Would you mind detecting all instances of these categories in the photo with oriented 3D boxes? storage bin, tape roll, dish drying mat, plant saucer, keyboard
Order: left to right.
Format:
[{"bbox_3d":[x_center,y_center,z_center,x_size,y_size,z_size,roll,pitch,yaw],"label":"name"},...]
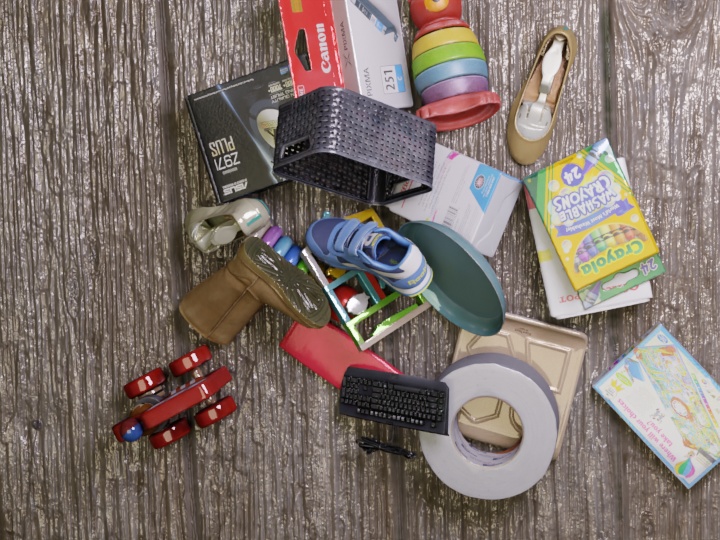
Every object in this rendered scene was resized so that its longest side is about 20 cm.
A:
[{"bbox_3d":[-0.023,0.139,1.758,0.199,0.018,0.077,34,101,6],"label":"dish drying mat"},{"bbox_3d":[-0.007,-0.166,1.585,0.135,0.199,0.095,-12,67,51],"label":"storage bin"},{"bbox_3d":[0.045,0.212,1.684,0.199,0.020,0.129,5,96,42],"label":"keyboard"},{"bbox_3d":[0.131,0.006,1.629,0.027,0.200,0.200,-40,87,-23],"label":"plant saucer"},{"bbox_3d":[0.185,0.223,1.677,0.198,0.066,0.203,2,101,12],"label":"tape roll"}]

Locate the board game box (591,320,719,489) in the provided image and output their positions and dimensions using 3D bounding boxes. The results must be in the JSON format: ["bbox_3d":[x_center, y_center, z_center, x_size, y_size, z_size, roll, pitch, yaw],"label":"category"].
[{"bbox_3d":[0.448,0.192,1.672,0.134,0.034,0.200,-44,87,11],"label":"board game box"}]

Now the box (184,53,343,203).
[{"bbox_3d":[-0.134,-0.206,1.711,0.198,0.086,0.165,-17,93,11],"label":"box"}]

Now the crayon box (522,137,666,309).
[{"bbox_3d":[0.317,-0.061,1.577,0.125,0.052,0.202,-26,90,11],"label":"crayon box"}]

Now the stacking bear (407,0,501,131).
[{"bbox_3d":[0.120,-0.308,1.647,0.120,0.114,0.202,-12,82,8],"label":"stacking bear"}]

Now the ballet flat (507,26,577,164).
[{"bbox_3d":[0.252,-0.248,1.651,0.068,0.063,0.202,16,98,8],"label":"ballet flat"}]

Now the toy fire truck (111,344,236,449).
[{"bbox_3d":[-0.286,0.200,1.733,0.199,0.168,0.113,-27,90,11],"label":"toy fire truck"}]

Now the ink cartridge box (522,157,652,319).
[{"bbox_3d":[0.319,-0.046,1.647,0.144,0.083,0.202,-11,92,10],"label":"ink cartridge box"}]

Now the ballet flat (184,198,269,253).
[{"bbox_3d":[-0.209,-0.060,1.695,0.199,0.069,0.070,-16,93,51],"label":"ballet flat"}]

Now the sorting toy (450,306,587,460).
[{"bbox_3d":[0.222,0.162,1.712,0.183,0.036,0.202,14,102,9],"label":"sorting toy"}]

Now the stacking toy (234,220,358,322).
[{"bbox_3d":[-0.085,0.007,1.729,0.199,0.085,0.086,33,100,1],"label":"stacking toy"}]

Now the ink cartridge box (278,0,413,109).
[{"bbox_3d":[-0.020,-0.319,1.649,0.175,0.045,0.202,-12,94,-34],"label":"ink cartridge box"}]

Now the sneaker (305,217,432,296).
[{"bbox_3d":[0.007,-0.035,1.632,0.198,0.082,0.074,20,71,24],"label":"sneaker"}]

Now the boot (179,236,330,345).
[{"bbox_3d":[-0.155,0.056,1.715,0.175,0.066,0.200,46,133,-2],"label":"boot"}]

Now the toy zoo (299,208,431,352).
[{"bbox_3d":[0.000,0.000,1.708,0.131,0.020,0.201,-31,89,-19],"label":"toy zoo"}]

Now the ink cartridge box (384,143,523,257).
[{"bbox_3d":[0.120,-0.113,1.660,0.199,0.068,0.116,30,101,38],"label":"ink cartridge box"}]
